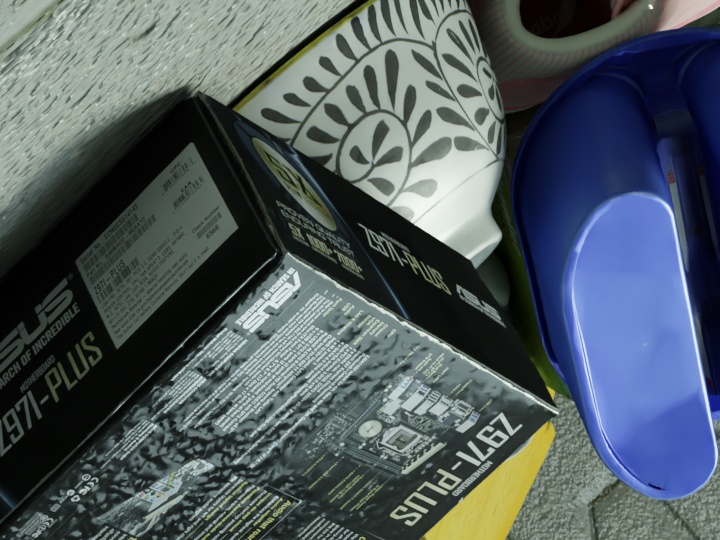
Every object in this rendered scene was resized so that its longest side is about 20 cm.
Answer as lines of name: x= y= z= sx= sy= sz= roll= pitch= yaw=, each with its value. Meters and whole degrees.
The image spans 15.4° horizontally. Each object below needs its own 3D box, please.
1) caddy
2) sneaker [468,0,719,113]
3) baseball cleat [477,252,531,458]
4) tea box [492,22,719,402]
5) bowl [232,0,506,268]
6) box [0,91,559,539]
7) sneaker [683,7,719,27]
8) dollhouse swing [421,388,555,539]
caddy: x=0.140 y=-0.004 z=1.111 sx=0.140 sy=0.201 sz=0.105 roll=-14 pitch=-145 yaw=2
sneaker: x=0.125 y=-0.140 z=1.121 sx=0.200 sy=0.076 sz=0.105 roll=-36 pitch=178 yaw=-13
baseball cleat: x=0.038 y=0.050 z=1.299 sx=0.069 sy=0.107 sz=0.200 roll=-16 pitch=171 yaw=-7
tea box: x=0.157 y=-0.037 z=1.274 sx=0.199 sy=0.134 sz=0.197 roll=-18 pitch=-171 yaw=-8
bowl: x=-0.007 y=-0.019 z=1.056 sx=0.200 sy=0.094 sz=0.201 roll=-40 pitch=174 yaw=-5
box: x=-0.059 y=0.059 z=0.942 sx=0.200 sy=0.086 sz=0.163 roll=-44 pitch=137 yaw=15
sneaker: x=0.166 y=-0.162 z=1.262 sx=0.200 sy=0.080 sz=0.084 roll=-40 pitch=161 yaw=-57
dollhouse swing: x=-0.013 y=0.086 z=1.508 sx=0.182 sy=0.175 sz=0.200 roll=-62 pitch=153 yaw=-21
